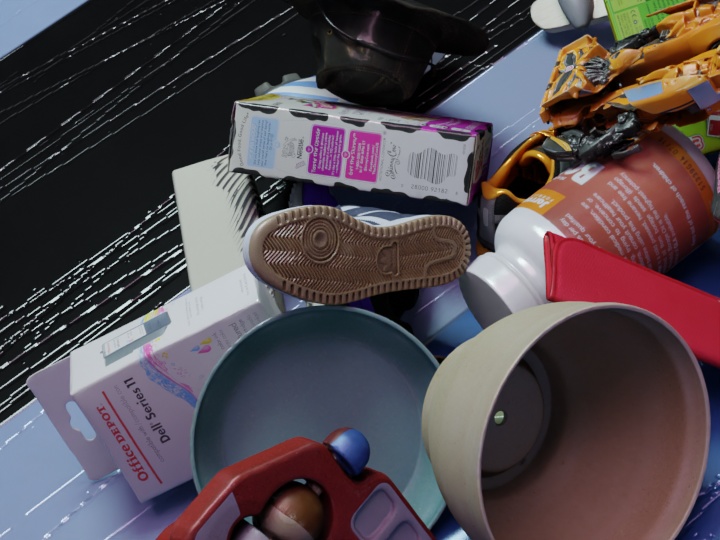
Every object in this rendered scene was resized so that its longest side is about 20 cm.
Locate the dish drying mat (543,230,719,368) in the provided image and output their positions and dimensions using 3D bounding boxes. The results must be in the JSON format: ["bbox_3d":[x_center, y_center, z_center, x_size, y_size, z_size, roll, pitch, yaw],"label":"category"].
[{"bbox_3d":[0.225,0.029,1.315,0.199,0.018,0.077,22,38,-15],"label":"dish drying mat"}]

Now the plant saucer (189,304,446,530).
[{"bbox_3d":[-0.026,0.124,1.310,0.199,0.201,0.036,-25,6,-7],"label":"plant saucer"}]

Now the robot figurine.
[{"bbox_3d":[0.222,-0.153,1.376,0.199,0.058,0.145,-16,36,34],"label":"robot figurine"}]

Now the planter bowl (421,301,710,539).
[{"bbox_3d":[0.126,0.112,1.257,0.200,0.201,0.135,-41,27,-20],"label":"planter bowl"}]

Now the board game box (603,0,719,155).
[{"bbox_3d":[0.262,-0.193,1.476,0.101,0.048,0.201,-17,89,8],"label":"board game box"}]

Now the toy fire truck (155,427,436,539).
[{"bbox_3d":[-0.036,0.197,1.216,0.168,0.200,0.112,-48,33,-21],"label":"toy fire truck"}]

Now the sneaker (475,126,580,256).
[{"bbox_3d":[0.166,-0.087,1.478,0.078,0.077,0.200,24,58,34],"label":"sneaker"}]

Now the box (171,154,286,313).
[{"bbox_3d":[-0.104,0.002,1.476,0.068,0.082,0.201,-16,49,1],"label":"box"}]

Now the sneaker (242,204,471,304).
[{"bbox_3d":[-0.025,-0.015,1.337,0.199,0.071,0.108,-1,5,-39],"label":"sneaker"}]

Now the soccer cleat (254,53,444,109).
[{"bbox_3d":[0.000,-0.152,1.596,0.199,0.070,0.087,-26,62,-2],"label":"soccer cleat"}]

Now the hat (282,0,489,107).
[{"bbox_3d":[0.005,-0.180,1.482,0.200,0.200,0.081,15,88,26],"label":"hat"}]

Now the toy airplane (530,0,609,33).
[{"bbox_3d":[0.261,-0.265,1.559,0.200,0.141,0.199,-47,41,-2],"label":"toy airplane"}]

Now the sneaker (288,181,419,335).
[{"bbox_3d":[0.000,0.001,1.462,0.099,0.070,0.201,-11,51,-3],"label":"sneaker"}]

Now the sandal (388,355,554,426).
[{"bbox_3d":[0.048,0.093,1.368,0.200,0.057,0.080,-11,48,7],"label":"sandal"}]

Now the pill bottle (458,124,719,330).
[{"bbox_3d":[0.177,-0.022,1.394,0.200,0.112,0.112,-36,50,-17],"label":"pill bottle"}]

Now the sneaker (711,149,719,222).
[{"bbox_3d":[0.309,-0.098,1.382,0.079,0.096,0.200,22,36,12],"label":"sneaker"}]

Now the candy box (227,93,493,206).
[{"bbox_3d":[0.003,-0.102,1.478,0.199,0.061,0.136,8,10,8],"label":"candy box"}]

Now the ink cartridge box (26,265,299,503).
[{"bbox_3d":[-0.142,0.095,1.360,0.199,0.117,0.067,-27,28,5],"label":"ink cartridge box"}]
